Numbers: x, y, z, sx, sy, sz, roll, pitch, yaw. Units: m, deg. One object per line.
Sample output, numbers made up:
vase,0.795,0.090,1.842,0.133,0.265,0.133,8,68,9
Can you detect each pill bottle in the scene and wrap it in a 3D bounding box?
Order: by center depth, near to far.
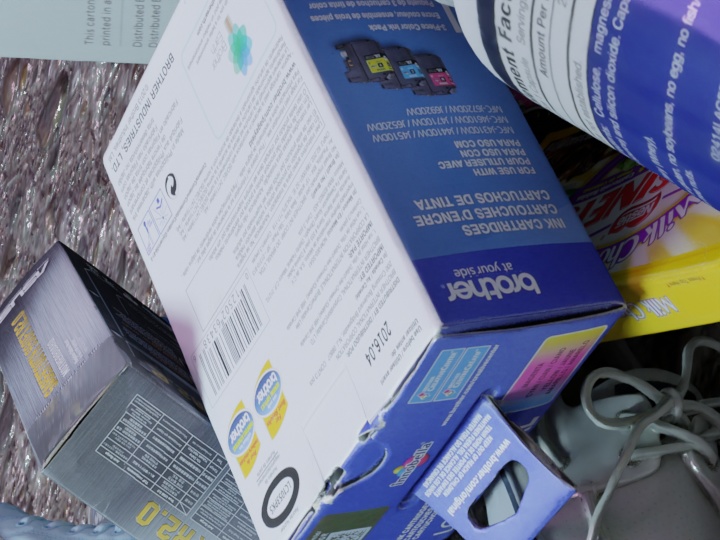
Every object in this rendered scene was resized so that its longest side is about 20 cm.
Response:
pill bottle,0.097,-0.084,0.633,0.200,0.115,0.116,35,116,33

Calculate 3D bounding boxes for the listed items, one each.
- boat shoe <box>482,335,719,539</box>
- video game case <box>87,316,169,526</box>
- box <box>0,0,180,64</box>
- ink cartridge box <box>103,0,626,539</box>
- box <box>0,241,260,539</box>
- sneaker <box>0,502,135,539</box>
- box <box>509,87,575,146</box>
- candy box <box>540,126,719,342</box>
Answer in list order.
boat shoe,0.090,0.059,0.755,0.086,0.074,0.202,-63,19,18
video game case,-0.105,0.126,1.040,0.143,0.018,0.201,159,115,-74
box,-0.125,-0.183,0.807,0.199,0.199,0.131,102,168,-58
ink cartridge box,0.000,0.000,0.741,0.137,0.076,0.201,-57,48,46
box,-0.039,0.083,0.859,0.048,0.200,0.158,-51,23,3
sneaker,-0.089,0.129,0.932,0.082,0.074,0.200,-48,43,-12
box,0.047,-0.138,0.858,0.200,0.124,0.149,-50,36,47
candy box,0.093,-0.020,0.754,0.102,0.026,0.200,-54,17,-22
